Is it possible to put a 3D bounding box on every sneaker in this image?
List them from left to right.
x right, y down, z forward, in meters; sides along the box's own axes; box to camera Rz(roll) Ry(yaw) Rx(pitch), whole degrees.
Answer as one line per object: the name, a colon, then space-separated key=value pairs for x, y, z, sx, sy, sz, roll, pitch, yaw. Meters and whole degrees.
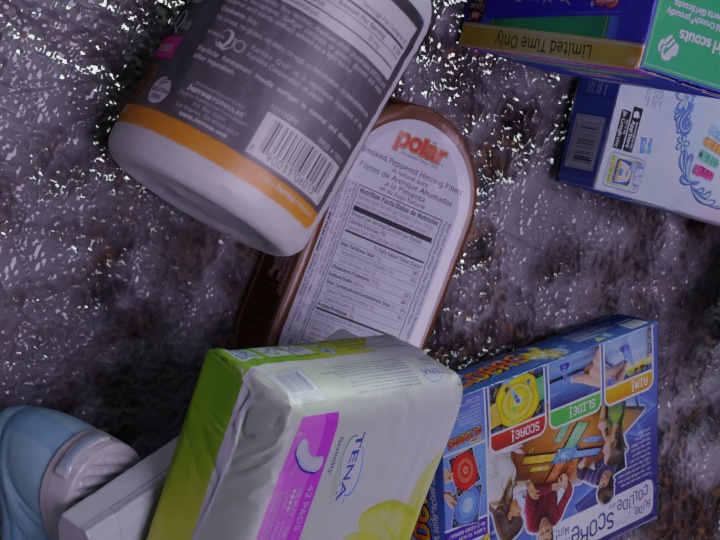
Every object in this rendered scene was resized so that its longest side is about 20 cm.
sneaker: x=-0.147 y=0.143 z=0.968 sx=0.074 sy=0.082 sz=0.201 roll=-36 pitch=141 yaw=-35

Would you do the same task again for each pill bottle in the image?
pill bottle: x=-0.034 y=-0.118 z=0.951 sx=0.116 sy=0.116 sz=0.200 roll=35 pitch=79 yaw=-35

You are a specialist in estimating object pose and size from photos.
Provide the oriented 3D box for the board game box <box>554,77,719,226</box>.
board game box: x=0.228 y=-0.131 z=1.171 sx=0.198 sy=0.043 sz=0.201 roll=12 pitch=93 yaw=-36

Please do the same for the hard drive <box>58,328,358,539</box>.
hard drive: x=-0.072 y=0.129 z=0.963 sx=0.200 sy=0.026 sz=0.132 roll=-32 pitch=139 yaw=-39

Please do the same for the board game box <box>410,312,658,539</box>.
board game box: x=0.107 y=0.115 z=1.129 sx=0.200 sy=0.034 sz=0.136 roll=-16 pitch=110 yaw=-41

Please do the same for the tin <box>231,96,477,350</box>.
tin: x=0.000 y=0.000 z=1.050 sx=0.112 sy=0.042 sz=0.201 roll=22 pitch=88 yaw=-40

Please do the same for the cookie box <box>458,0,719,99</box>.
cookie box: x=0.148 y=-0.206 z=1.022 sx=0.075 sy=0.171 sz=0.201 roll=10 pitch=95 yaw=-33

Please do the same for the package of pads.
package of pads: x=-0.036 y=0.133 z=0.926 sx=0.154 sy=0.068 sz=0.201 roll=-4 pitch=119 yaw=-54
